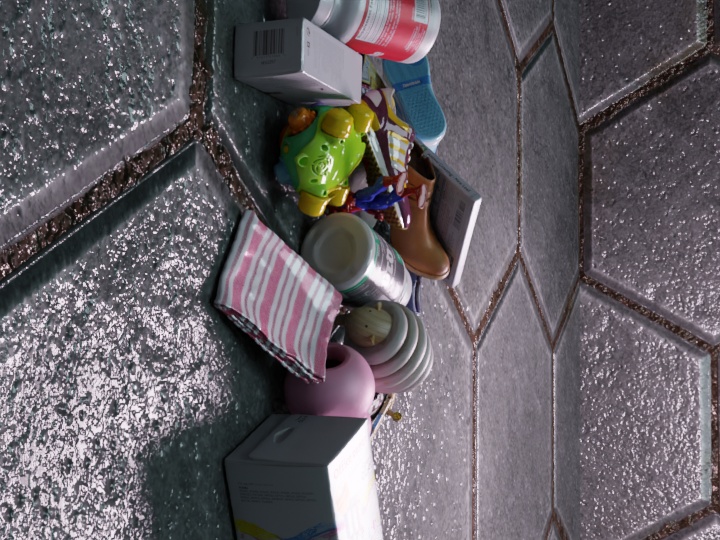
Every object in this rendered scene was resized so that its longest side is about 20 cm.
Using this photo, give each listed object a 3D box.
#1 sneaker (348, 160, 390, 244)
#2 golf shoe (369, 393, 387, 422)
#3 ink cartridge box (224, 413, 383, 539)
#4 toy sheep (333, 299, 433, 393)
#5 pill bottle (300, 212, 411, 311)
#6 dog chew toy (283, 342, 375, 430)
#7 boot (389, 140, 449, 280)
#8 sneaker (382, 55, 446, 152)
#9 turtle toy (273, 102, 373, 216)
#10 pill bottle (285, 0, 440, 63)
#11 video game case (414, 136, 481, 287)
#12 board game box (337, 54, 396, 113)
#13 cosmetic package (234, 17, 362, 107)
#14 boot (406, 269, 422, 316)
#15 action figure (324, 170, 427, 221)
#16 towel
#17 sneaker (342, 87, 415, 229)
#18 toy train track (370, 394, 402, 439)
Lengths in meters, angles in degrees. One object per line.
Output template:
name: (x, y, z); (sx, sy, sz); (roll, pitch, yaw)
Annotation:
sneaker: (0.003, -0.093, 1.764); (0.073, 0.071, 0.203); (-117, -162, -56)
golf shoe: (0.002, 0.200, 1.735); (0.200, 0.076, 0.090); (-38, 133, -62)
ink cartridge box: (-0.066, 0.299, 1.456); (0.145, 0.142, 0.203); (-40, 125, -63)
toy sheep: (0.037, 0.111, 1.645); (0.200, 0.136, 0.140); (43, 49, -49)
pill bottle: (0.000, 0.000, 1.682); (0.200, 0.111, 0.115); (38, 54, -64)
dog chew toy: (-0.038, 0.201, 1.576); (0.125, 0.122, 0.203); (-57, 148, -55)
boot: (0.085, -0.094, 1.757); (0.073, 0.200, 0.155); (-34, 168, -36)
sneaker: (0.075, -0.264, 1.865); (0.131, 0.078, 0.203); (104, -25, -65)
turtle toy: (-0.051, -0.166, 1.568); (0.200, 0.100, 0.148); (-33, 145, -66)
pill bottle: (0.003, -0.352, 1.576); (0.198, 0.111, 0.114); (5, 83, -37)
video game case: (0.105, -0.098, 1.814); (0.022, 0.182, 0.201); (-29, 150, -28)
board game box: (0.017, -0.232, 1.842); (0.200, 0.034, 0.138); (49, 44, -59)
cosmetic package: (-0.077, -0.265, 1.514); (0.199, 0.100, 0.075); (13, 78, -67)
boot: (0.053, -0.023, 1.847); (0.073, 0.089, 0.204); (-4, 92, -68)
action figure: (0.008, -0.098, 1.622); (0.065, 0.199, 0.053); (23, 75, -33)
towel: (-0.097, 0.034, 1.465); (0.200, 0.030, 0.148); (44, 44, -36)
sneaker: (0.049, -0.161, 1.670); (0.089, 0.075, 0.203); (-27, 107, -21)
toy train track: (0.039, 0.227, 1.750); (0.201, 0.032, 0.115); (-59, 168, -27)
